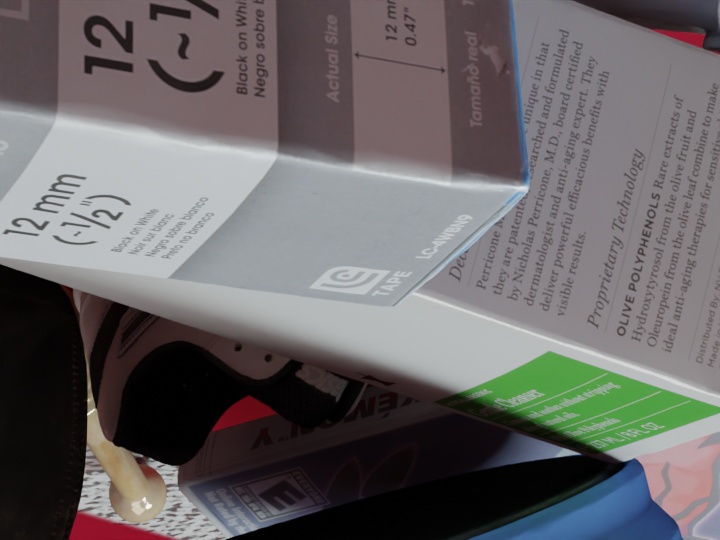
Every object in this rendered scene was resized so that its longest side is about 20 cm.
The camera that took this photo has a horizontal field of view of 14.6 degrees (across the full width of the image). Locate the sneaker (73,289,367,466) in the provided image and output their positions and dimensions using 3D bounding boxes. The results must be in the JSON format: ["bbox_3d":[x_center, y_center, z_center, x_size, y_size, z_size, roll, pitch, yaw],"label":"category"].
[{"bbox_3d":[0.000,0.000,0.804,0.200,0.088,0.076,-24,147,37],"label":"sneaker"}]

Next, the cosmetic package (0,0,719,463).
[{"bbox_3d":[-0.001,-0.026,0.675,0.199,0.085,0.108,17,166,-11],"label":"cosmetic package"}]

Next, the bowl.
[{"bbox_3d":[-0.010,0.092,0.752,0.200,0.040,0.201,-17,-179,0],"label":"bowl"}]

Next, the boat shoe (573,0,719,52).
[{"bbox_3d":[0.106,-0.079,0.662,0.199,0.066,0.074,-10,156,16],"label":"boat shoe"}]

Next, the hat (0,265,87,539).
[{"bbox_3d":[-0.116,0.051,0.756,0.081,0.201,0.201,13,154,-11],"label":"hat"}]

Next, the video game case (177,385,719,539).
[{"bbox_3d":[0.070,0.096,0.883,0.182,0.023,0.200,-17,133,26],"label":"video game case"}]

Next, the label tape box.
[{"bbox_3d":[-0.072,-0.080,0.538,0.199,0.144,0.066,9,154,-26],"label":"label tape box"}]

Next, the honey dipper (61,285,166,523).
[{"bbox_3d":[-0.095,0.053,0.985,0.038,0.038,0.200,-5,161,4],"label":"honey dipper"}]
